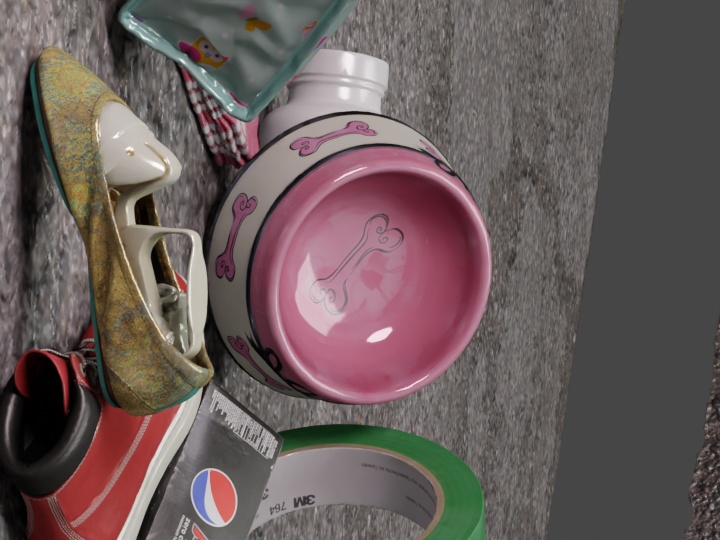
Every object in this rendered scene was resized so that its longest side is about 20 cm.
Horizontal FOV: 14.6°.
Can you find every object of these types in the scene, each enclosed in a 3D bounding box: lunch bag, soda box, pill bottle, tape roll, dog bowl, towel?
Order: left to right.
[{"bbox_3d":[-0.114,0.165,1.572,0.063,0.071,0.201,39,52,-24],"label":"soda box"},{"bbox_3d":[-0.085,-0.173,1.813,0.200,0.030,0.147,72,23,-61],"label":"towel"},{"bbox_3d":[-0.024,-0.210,1.613,0.200,0.122,0.171,-46,-171,33],"label":"lunch bag"},{"bbox_3d":[-0.025,-0.049,1.967,0.104,0.104,0.201,36,59,-77],"label":"pill bottle"},{"bbox_3d":[-0.018,0.172,1.831,0.201,0.199,0.048,-66,157,-59],"label":"tape roll"},{"bbox_3d":[0.000,0.000,1.861,0.074,0.199,0.202,-149,-123,-61],"label":"dog bowl"}]

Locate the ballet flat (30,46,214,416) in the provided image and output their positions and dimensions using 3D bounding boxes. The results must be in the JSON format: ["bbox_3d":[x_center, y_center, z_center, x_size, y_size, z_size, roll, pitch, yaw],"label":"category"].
[{"bbox_3d":[-0.118,-0.026,1.466,0.071,0.070,0.201,13,63,-78],"label":"ballet flat"}]

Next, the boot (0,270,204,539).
[{"bbox_3d":[-0.141,0.052,1.517,0.145,0.072,0.201,77,24,-52],"label":"boot"}]
